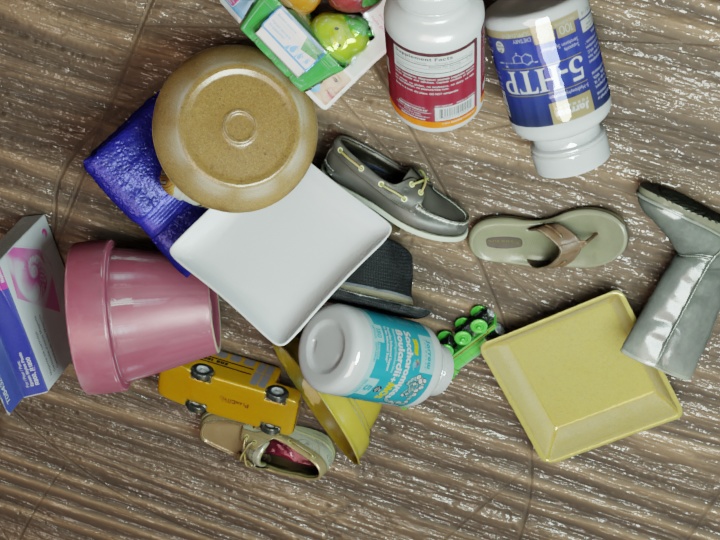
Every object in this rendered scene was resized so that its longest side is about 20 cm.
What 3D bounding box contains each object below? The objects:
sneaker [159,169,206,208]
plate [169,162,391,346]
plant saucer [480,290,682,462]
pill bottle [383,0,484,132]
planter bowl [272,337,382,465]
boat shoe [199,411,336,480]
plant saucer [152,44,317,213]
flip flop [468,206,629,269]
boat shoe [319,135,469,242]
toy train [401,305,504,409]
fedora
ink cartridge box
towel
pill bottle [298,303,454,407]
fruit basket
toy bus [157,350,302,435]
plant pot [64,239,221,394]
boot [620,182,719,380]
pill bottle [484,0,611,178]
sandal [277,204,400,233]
[{"bbox_3d":[-0.166,-0.170,1.686,0.087,0.076,0.201,29,92,-27],"label":"sneaker"},{"bbox_3d":[-0.094,-0.031,1.644,0.200,0.200,0.032,38,166,23],"label":"plate"},{"bbox_3d":[0.285,0.130,1.766,0.199,0.048,0.200,-23,110,20],"label":"plant saucer"},{"bbox_3d":[0.083,-0.258,1.532,0.112,0.113,0.200,7,145,10],"label":"pill bottle"},{"bbox_3d":[-0.028,0.152,1.810,0.083,0.200,0.201,-34,109,-11],"label":"planter bowl"},{"bbox_3d":[-0.135,0.244,1.920,0.199,0.066,0.074,11,119,8],"label":"boat shoe"},{"bbox_3d":[-0.145,-0.169,1.621,0.199,0.035,0.201,0,91,-13],"label":"plant saucer"},{"bbox_3d":[0.230,-0.033,1.689,0.199,0.058,0.081,1,118,13],"label":"flip flop"},{"bbox_3d":[0.047,-0.100,1.689,0.201,0.072,0.061,25,125,2],"label":"boat shoe"},{"bbox_3d":[0.110,0.117,1.810,0.056,0.042,0.200,40,119,-21],"label":"toy train"},{"bbox_3d":[0.000,0.000,1.723,0.200,0.201,0.092,11,87,8],"label":"fedora"},{"bbox_3d":[-0.440,0.056,1.816,0.043,0.200,0.197,-7,116,17],"label":"ink cartridge box"},{"bbox_3d":[-0.230,-0.110,1.718,0.200,0.148,0.050,47,161,-13],"label":"towel"},{"bbox_3d":[0.027,0.109,1.705,0.200,0.111,0.111,14,132,-44],"label":"pill bottle"},{"bbox_3d":[-0.036,-0.313,1.585,0.200,0.094,0.185,-39,103,24],"label":"fruit basket"},{"bbox_3d":[-0.176,0.159,1.877,0.199,0.078,0.065,15,120,5],"label":"toy bus"},{"bbox_3d":[-0.278,0.054,1.794,0.178,0.200,0.201,-6,117,-1],"label":"plant pot"},{"bbox_3d":[0.369,0.015,1.656,0.181,0.073,0.200,29,112,-3],"label":"boot"},{"bbox_3d":[0.220,-0.214,1.560,0.119,0.120,0.201,-11,115,19],"label":"pill bottle"},{"bbox_3d":[-0.045,-0.088,1.717,0.199,0.082,0.055,13,100,11],"label":"sandal"}]
